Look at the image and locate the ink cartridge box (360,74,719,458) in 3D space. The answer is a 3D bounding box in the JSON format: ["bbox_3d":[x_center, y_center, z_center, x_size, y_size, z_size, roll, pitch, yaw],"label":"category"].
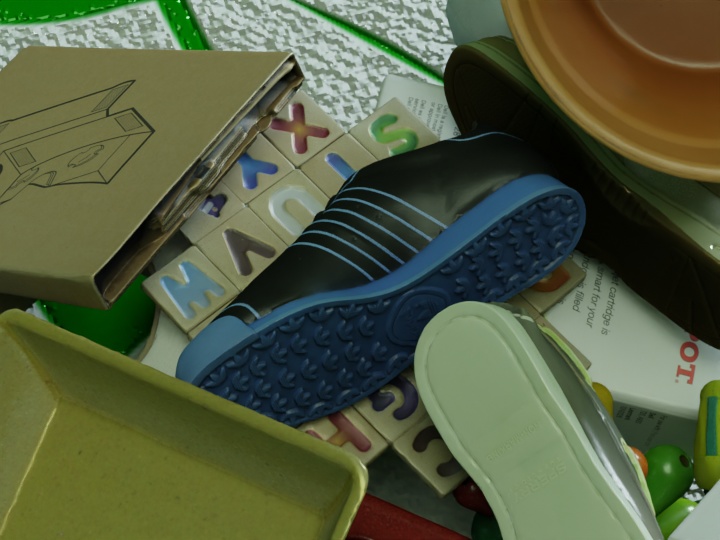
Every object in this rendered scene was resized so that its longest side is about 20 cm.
[{"bbox_3d":[0.090,0.001,0.863,0.199,0.084,0.145,13,67,4],"label":"ink cartridge box"}]

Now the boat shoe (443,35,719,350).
[{"bbox_3d":[0.126,-0.045,0.806,0.200,0.074,0.066,43,58,13],"label":"boat shoe"}]

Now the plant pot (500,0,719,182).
[{"bbox_3d":[0.159,-0.146,0.750,0.200,0.140,0.201,1,100,6],"label":"plant pot"}]

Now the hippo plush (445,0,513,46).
[{"bbox_3d":[0.133,-0.132,0.877,0.161,0.200,0.159,-31,49,-6],"label":"hippo plush"}]

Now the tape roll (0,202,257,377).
[{"bbox_3d":[-0.139,0.033,0.830,0.202,0.037,0.203,-10,56,14],"label":"tape roll"}]

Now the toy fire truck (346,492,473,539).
[{"bbox_3d":[-0.028,0.180,0.752,0.200,0.112,0.168,-43,59,6],"label":"toy fire truck"}]

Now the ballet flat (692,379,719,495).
[{"bbox_3d":[0.225,0.059,0.809,0.200,0.067,0.067,-12,90,-42],"label":"ballet flat"}]

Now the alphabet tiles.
[{"bbox_3d":[0.003,0.005,0.796,0.166,0.006,0.200,-37,71,-25],"label":"alphabet tiles"}]

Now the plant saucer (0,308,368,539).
[{"bbox_3d":[-0.106,0.140,0.706,0.200,0.048,0.200,20,84,28],"label":"plant saucer"}]

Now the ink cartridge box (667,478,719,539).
[{"bbox_3d":[0.236,0.145,0.742,0.146,0.200,0.085,-44,37,-18],"label":"ink cartridge box"}]

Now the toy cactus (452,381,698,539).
[{"bbox_3d":[0.108,0.155,0.793,0.200,0.102,0.165,39,88,-11],"label":"toy cactus"}]

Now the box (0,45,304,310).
[{"bbox_3d":[-0.146,-0.052,0.838,0.200,0.021,0.164,7,48,39],"label":"box"}]

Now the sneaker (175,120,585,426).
[{"bbox_3d":[0.000,0.000,0.763,0.200,0.070,0.078,-27,44,-14],"label":"sneaker"}]

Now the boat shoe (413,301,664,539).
[{"bbox_3d":[0.090,0.104,0.710,0.072,0.060,0.202,-33,72,26],"label":"boat shoe"}]
